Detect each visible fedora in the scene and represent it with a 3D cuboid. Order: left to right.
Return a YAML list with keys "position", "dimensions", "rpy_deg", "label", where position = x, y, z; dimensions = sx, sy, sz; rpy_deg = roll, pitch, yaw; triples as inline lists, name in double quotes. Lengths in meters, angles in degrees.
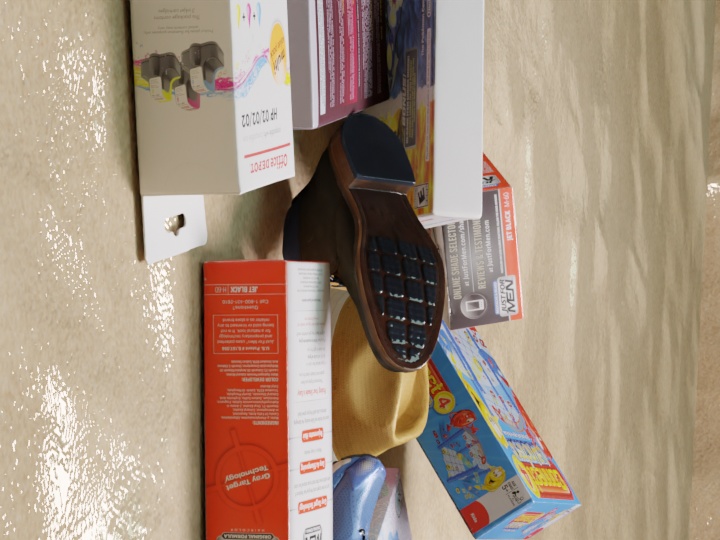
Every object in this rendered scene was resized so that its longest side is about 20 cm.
- position: [0.003, 0.078, 1.787]
  dimensions: [0.201, 0.082, 0.201]
  rpy_deg: [0, 90, -73]
  label: "fedora"

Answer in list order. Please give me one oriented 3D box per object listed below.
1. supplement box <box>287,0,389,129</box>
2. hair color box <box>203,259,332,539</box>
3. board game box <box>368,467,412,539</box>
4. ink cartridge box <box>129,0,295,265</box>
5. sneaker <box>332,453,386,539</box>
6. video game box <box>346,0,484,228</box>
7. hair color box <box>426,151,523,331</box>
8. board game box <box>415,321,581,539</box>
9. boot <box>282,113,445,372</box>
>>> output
- position: [-0.033, -0.161, 1.707]
  dimensions: [0.200, 0.061, 0.109]
  rpy_deg: [-29, 119, -72]
  label: "supplement box"
- position: [-0.060, 0.094, 1.609]
  dimensions: [0.101, 0.061, 0.201]
  rpy_deg: [4, 85, -74]
  label: "hair color box"
- position: [0.007, 0.289, 1.872]
  dimensions: [0.199, 0.043, 0.200]
  rpy_deg: [-71, 155, -53]
  label: "board game box"
- position: [-0.088, -0.109, 1.498]
  dimensions: [0.115, 0.068, 0.201]
  rpy_deg: [-27, 116, -72]
  label: "ink cartridge box"
- position: [-0.009, 0.225, 1.694]
  dimensions: [0.079, 0.089, 0.201]
  rpy_deg: [57, 44, -64]
  label: "sneaker"
- position: [0.038, -0.131, 1.821]
  dimensions: [0.182, 0.047, 0.201]
  rpy_deg: [166, -75, -71]
  label: "video game box"
- position: [0.073, -0.040, 1.937]
  dimensions: [0.200, 0.064, 0.111]
  rpy_deg: [-116, -161, -68]
  label: "hair color box"
- position: [0.086, 0.117, 1.962]
  dimensions: [0.196, 0.056, 0.200]
  rpy_deg: [59, 10, 13]
  label: "board game box"
- position: [0.000, 0.000, 1.689]
  dimensions: [0.075, 0.097, 0.200]
  rpy_deg: [13, 52, -30]
  label: "boot"
